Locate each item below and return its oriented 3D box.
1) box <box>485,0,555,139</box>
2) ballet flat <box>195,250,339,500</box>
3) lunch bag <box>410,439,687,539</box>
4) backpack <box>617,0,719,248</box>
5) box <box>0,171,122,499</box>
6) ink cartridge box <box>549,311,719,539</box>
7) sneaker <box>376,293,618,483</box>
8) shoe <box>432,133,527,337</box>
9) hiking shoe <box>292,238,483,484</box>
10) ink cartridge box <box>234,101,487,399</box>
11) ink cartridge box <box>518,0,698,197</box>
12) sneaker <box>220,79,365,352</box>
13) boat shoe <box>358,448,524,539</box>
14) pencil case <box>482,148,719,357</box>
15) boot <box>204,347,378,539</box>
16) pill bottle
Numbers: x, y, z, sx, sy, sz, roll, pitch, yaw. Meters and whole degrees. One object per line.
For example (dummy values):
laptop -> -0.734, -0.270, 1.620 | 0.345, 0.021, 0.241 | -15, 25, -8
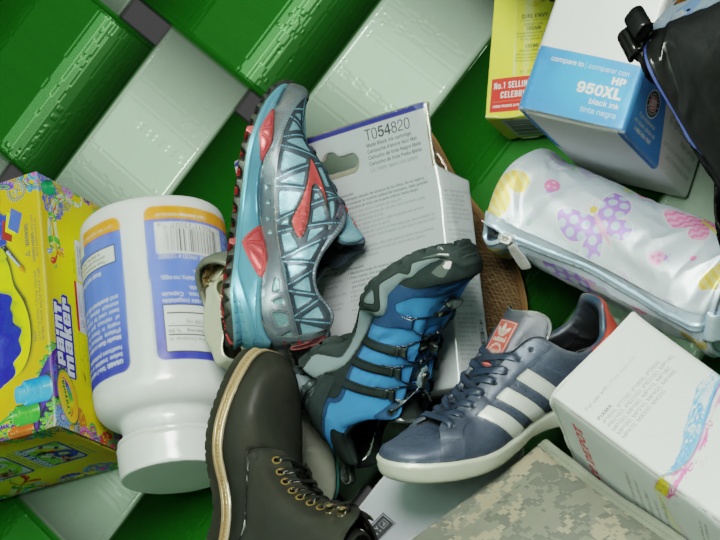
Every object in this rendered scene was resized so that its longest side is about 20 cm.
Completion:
box -> 0.137, -0.198, 1.836 | 0.075, 0.050, 0.202 | -2, 73, 26
ballet flat -> -0.074, 0.080, 1.792 | 0.067, 0.063, 0.201 | -32, 68, 38
lunch bag -> 0.132, 0.229, 1.620 | 0.164, 0.118, 0.200 | -33, 45, -24
backpack -> 0.276, -0.125, 1.640 | 0.153, 0.191, 0.201 | -20, 107, 23
box -> -0.285, 0.060, 1.925 | 0.191, 0.122, 0.202 | -17, 67, 22
ink cartridge box -> 0.229, 0.138, 1.620 | 0.086, 0.148, 0.200 | -43, 58, -11
sneaker -> 0.090, 0.073, 1.674 | 0.075, 0.199, 0.085 | 16, 124, 53
shoe -> 0.061, -0.016, 1.819 | 0.069, 0.053, 0.201 | -16, 68, -23
hiking shoe -> 0.031, 0.055, 1.697 | 0.087, 0.074, 0.200 | 58, 135, 18
ink cartridge box -> 0.000, 0.000, 1.796 | 0.199, 0.040, 0.202 | -13, 80, 42
ink cartridge box -> 0.198, -0.172, 1.742 | 0.084, 0.144, 0.202 | 14, 81, 28
sneaker -> -0.043, -0.035, 1.771 | 0.095, 0.079, 0.202 | 7, 71, -3
boat shoe -> 0.030, 0.179, 1.713 | 0.200, 0.057, 0.069 | -38, 53, -9
pencil case -> 0.181, -0.013, 1.730 | 0.199, 0.090, 0.084 | 25, 115, 29
boot -> -0.034, 0.142, 1.655 | 0.138, 0.077, 0.202 | -16, 65, 46
pill bottle -> -0.144, 0.056, 1.860 | 0.111, 0.112, 0.202 | -15, 68, 22
